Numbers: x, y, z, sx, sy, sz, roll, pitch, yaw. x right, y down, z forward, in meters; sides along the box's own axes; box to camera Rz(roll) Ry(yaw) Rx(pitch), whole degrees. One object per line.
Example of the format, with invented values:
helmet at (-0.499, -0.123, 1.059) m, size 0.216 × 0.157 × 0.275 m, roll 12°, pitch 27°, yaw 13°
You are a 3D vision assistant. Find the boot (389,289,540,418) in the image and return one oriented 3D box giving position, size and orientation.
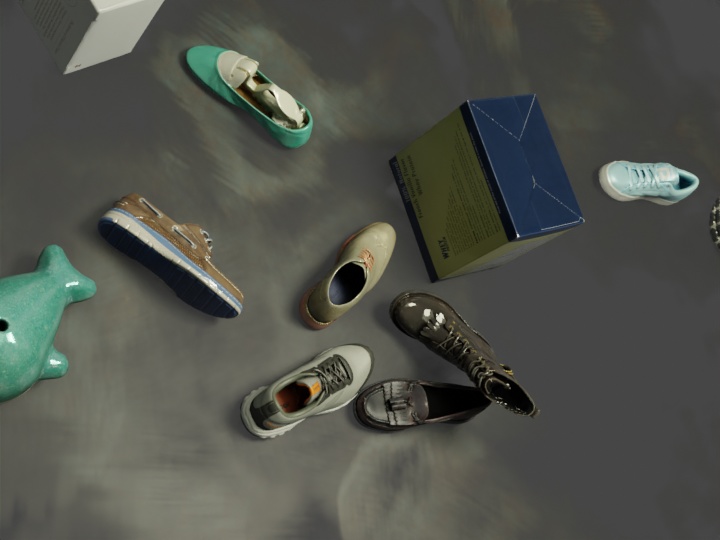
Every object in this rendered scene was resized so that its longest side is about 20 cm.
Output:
boot at (0.139, 0.109, 1.288) m, size 0.200 × 0.174 × 0.069 m, roll 32°, pitch 98°, yaw -20°

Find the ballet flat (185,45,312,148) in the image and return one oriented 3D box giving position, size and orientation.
ballet flat at (-0.141, -0.247, 1.314) m, size 0.200 × 0.070 × 0.067 m, roll 39°, pitch 56°, yaw -14°

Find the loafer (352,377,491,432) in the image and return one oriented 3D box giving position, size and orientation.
loafer at (0.086, 0.173, 1.296) m, size 0.199 × 0.063 × 0.072 m, roll 2°, pitch 71°, yaw -32°

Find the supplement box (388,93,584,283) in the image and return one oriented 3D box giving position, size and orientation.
supplement box at (0.173, -0.113, 1.381) m, size 0.134 × 0.200 × 0.201 m, roll -12°, pitch 78°, yaw -35°

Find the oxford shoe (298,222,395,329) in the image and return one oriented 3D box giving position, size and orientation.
oxford shoe at (0.000, 0.000, 1.303) m, size 0.071 × 0.074 × 0.200 m, roll 44°, pitch 54°, yaw -10°

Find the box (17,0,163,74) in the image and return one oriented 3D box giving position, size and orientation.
box at (-0.347, -0.370, 1.180) m, size 0.106 × 0.152 × 0.201 m, roll -32°, pitch 90°, yaw -38°

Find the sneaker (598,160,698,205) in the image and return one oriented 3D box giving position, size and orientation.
sneaker at (0.503, -0.163, 1.686) m, size 0.199 × 0.082 × 0.074 m, roll 2°, pitch 69°, yaw -32°

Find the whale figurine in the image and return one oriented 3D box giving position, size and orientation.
whale figurine at (-0.364, 0.049, 1.032) m, size 0.159 × 0.104 × 0.200 m, roll 48°, pitch 53°, yaw -7°

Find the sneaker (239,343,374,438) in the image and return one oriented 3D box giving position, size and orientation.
sneaker at (-0.052, 0.145, 1.210) m, size 0.200 × 0.079 × 0.074 m, roll -27°, pitch 85°, yaw -38°

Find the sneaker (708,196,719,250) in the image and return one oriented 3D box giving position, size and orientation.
sneaker at (0.698, -0.045, 1.785) m, size 0.080 × 0.077 × 0.201 m, roll -7°, pitch 79°, yaw -54°

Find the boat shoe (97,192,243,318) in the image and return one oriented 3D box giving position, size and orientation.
boat shoe at (-0.215, -0.022, 1.176) m, size 0.200 × 0.072 × 0.073 m, roll 39°, pitch 54°, yaw -13°
